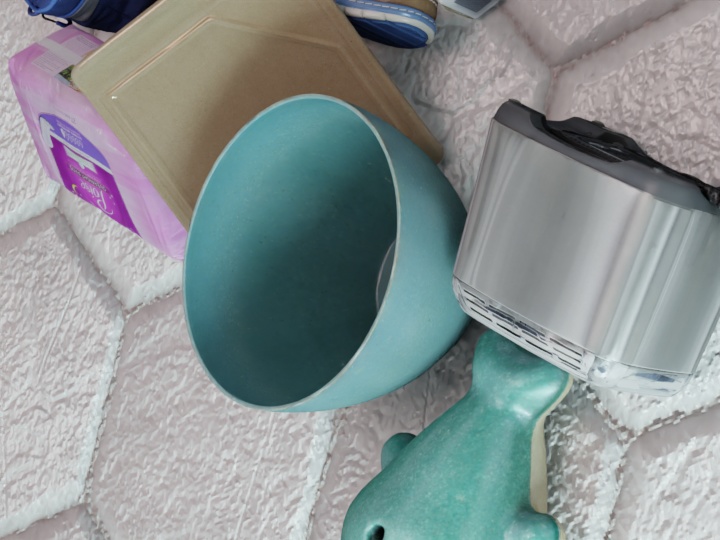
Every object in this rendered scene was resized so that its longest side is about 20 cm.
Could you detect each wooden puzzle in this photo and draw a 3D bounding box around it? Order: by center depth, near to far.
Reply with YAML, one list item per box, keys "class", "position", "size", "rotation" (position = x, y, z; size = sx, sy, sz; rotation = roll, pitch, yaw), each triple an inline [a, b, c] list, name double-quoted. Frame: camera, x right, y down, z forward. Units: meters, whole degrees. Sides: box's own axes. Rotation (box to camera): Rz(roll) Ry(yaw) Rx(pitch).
- class: "wooden puzzle"
  position: [-0.069, -0.107, 1.507]
  size: [0.185, 0.037, 0.200]
  rotation: [-34, 101, 22]

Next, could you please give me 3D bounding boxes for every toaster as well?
- class: "toaster"
  position: [0.144, -0.010, 1.307]
  size: [0.200, 0.113, 0.130]
  rotation: [30, 105, 44]

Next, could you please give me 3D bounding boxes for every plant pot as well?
- class: "plant pot"
  position: [0.000, 0.000, 1.435]
  size: [0.200, 0.135, 0.201]
  rotation: [-15, 69, 43]

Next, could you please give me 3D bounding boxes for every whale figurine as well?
- class: "whale figurine"
  position: [0.057, 0.134, 1.364]
  size: [0.159, 0.104, 0.200]
  rotation: [30, 101, 46]

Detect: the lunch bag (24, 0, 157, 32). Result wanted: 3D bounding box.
- class: "lunch bag"
  position: [-0.199, -0.277, 1.716]
  size: [0.136, 0.132, 0.200]
  rotation: [47, 113, 42]

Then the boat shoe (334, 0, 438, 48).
- class: "boat shoe"
  position: [-0.009, -0.204, 1.537]
  size: [0.200, 0.072, 0.073]
  rotation: [22, 89, 51]

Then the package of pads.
- class: "package of pads"
  position: [-0.173, -0.094, 1.650]
  size: [0.200, 0.076, 0.121]
  rotation: [30, 145, 46]

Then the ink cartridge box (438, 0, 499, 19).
- class: "ink cartridge box"
  position: [0.107, -0.301, 1.467]
  size: [0.200, 0.043, 0.199]
  rotation: [-36, 56, 37]
